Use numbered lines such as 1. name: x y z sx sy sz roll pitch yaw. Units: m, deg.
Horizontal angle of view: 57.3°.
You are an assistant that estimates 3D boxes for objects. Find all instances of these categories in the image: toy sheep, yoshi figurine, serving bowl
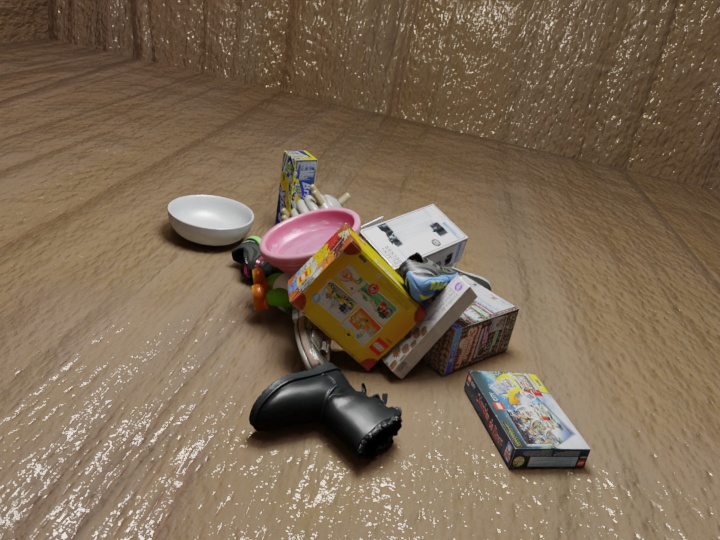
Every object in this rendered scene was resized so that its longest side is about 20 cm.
1. toy sheep: -0.104 -0.116 1.533 0.139 0.198 0.138 53 9 -12
2. yoshi figurine: -0.108 0.016 1.244 0.193 0.116 0.112 -4 -9 -6
3. serving bowl: -0.344 -0.107 1.517 0.193 0.068 0.201 9 25 -4

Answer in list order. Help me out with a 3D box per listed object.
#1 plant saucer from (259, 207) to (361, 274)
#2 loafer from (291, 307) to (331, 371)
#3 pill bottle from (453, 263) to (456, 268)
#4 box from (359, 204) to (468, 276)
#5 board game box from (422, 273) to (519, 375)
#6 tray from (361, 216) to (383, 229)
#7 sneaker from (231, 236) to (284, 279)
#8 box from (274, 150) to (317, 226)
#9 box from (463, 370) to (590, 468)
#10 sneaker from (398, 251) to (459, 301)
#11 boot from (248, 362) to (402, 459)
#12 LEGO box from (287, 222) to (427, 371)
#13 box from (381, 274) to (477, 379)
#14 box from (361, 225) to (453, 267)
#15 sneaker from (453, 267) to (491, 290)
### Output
1. plant saucer: -0.090 -0.052 1.234 0.194 0.052 0.202 -12 28 6
2. loafer: -0.079 0.110 1.150 0.062 0.073 0.201 -27 27 1
3. pill bottle: 0.122 -0.046 1.538 0.193 0.117 0.114 9 24 -7
4. box: 0.098 -0.046 1.273 0.196 0.061 0.117 -21 54 -32
5. board game box: 0.180 0.097 1.279 0.196 0.100 0.158 -11 32 -40
6. tray: -0.011 -0.078 1.520 0.105 0.023 0.200 -26 0 -14
7. sneaker: -0.202 0.000 1.368 0.082 0.079 0.198 -26 38 -28
8. box: -0.157 -0.180 1.591 0.063 0.206 0.070 -6 29 -33
9. box: 0.267 0.240 1.086 0.132 0.039 0.201 5 26 -15
10. sneaker: 0.121 0.005 1.179 0.084 0.070 0.199 54 18 13
11. boot: -0.044 0.217 0.965 0.161 0.075 0.195 33 31 32
12. LEGO box: -0.005 0.048 1.130 0.200 0.149 0.078 43 12 -23
13. box: 0.120 0.099 1.149 0.041 0.201 0.039 40 3 -46
14. box: 0.062 -0.005 1.346 0.196 0.108 0.153 -18 56 -31
15. sneaker: 0.206 0.040 1.443 0.194 0.073 0.100 12 19 -10
